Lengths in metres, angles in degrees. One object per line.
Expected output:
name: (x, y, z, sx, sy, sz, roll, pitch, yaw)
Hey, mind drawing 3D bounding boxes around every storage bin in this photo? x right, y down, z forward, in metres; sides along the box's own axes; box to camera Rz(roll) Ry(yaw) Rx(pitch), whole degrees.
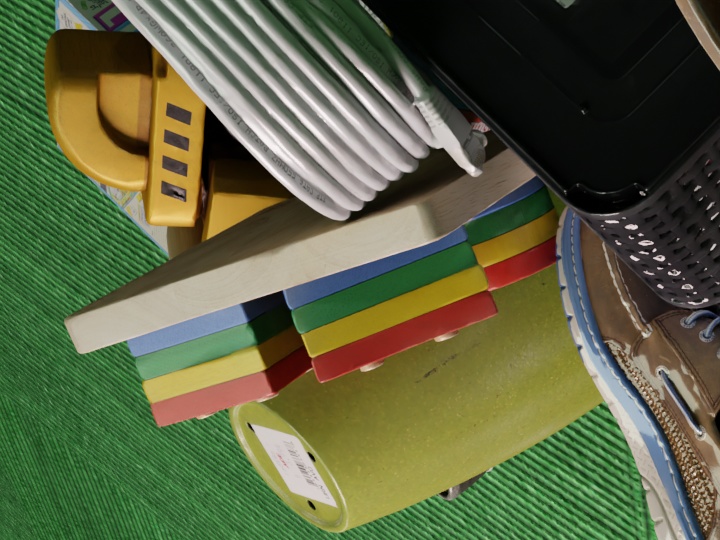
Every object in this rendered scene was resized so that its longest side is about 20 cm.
storage bin: (0.103, -0.100, 0.804, 0.200, 0.135, 0.094, 49, -173, 37)

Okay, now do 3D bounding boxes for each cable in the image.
cable: (-0.049, -0.110, 0.844, 0.200, 0.069, 0.200, 43, -174, -27)

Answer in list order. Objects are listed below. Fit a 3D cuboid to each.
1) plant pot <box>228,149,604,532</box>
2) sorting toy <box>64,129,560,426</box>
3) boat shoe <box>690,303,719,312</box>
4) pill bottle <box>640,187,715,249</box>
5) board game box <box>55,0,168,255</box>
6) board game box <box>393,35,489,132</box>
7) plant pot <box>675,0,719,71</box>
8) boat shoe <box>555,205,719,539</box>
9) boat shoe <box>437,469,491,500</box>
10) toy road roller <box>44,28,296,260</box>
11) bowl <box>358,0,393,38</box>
plant pot: (0.030, 0.045, 1.121, 0.187, 0.200, 0.187, 39, 153, 25)
sorting toy: (0.000, 0.000, 0.962, 0.199, 0.200, 0.070, -18, 98, 30)
boat shoe: (0.206, 0.044, 0.975, 0.200, 0.074, 0.073, 46, 155, 7)
pill bottle: (0.173, -0.043, 0.867, 0.200, 0.109, 0.109, 27, 147, 42)
board game box: (-0.158, -0.106, 1.432, 0.134, 0.034, 0.200, 44, 155, 15)
board game box: (-0.010, -0.124, 1.091, 0.200, 0.103, 0.019, 36, 108, 29)
plant pot: (0.211, -0.138, 0.562, 0.200, 0.198, 0.200, 38, 153, 24)
boat shoe: (0.157, 0.050, 0.940, 0.072, 0.072, 0.200, -26, 84, 34)
boat shoe: (0.010, 0.065, 1.346, 0.200, 0.064, 0.071, 45, 155, 11)
toy road roller: (-0.106, -0.066, 1.144, 0.123, 0.146, 0.200, -109, 23, -63)
bowl: (-0.035, -0.207, 0.980, 0.201, 0.094, 0.201, 39, 175, 4)
